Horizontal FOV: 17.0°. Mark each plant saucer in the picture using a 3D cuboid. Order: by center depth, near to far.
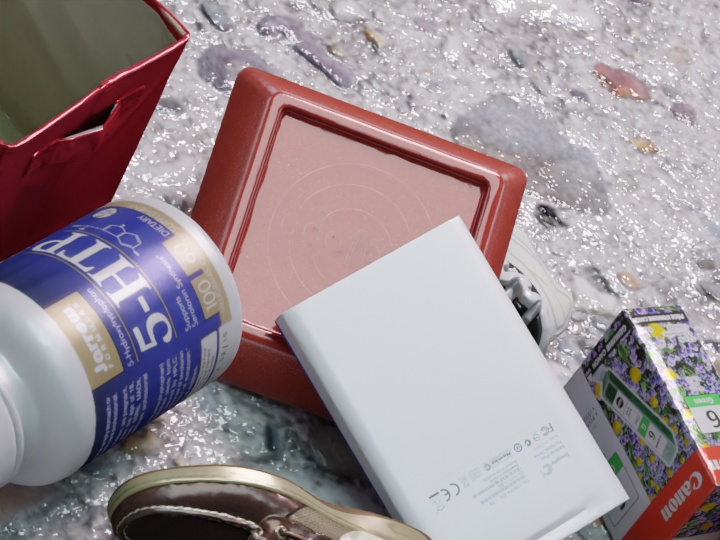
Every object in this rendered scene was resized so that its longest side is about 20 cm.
[{"bbox_3d":[-0.007,-0.011,1.489,0.199,0.037,0.200,20,71,-9],"label":"plant saucer"}]

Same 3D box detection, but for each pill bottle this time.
[{"bbox_3d":[-0.172,0.049,1.338,0.120,0.120,0.200,44,44,12],"label":"pill bottle"}]

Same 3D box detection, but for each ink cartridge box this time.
[{"bbox_3d":[0.196,0.132,1.489,0.050,0.109,0.200,-3,53,-32],"label":"ink cartridge box"}]

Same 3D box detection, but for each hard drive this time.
[{"bbox_3d":[0.055,0.084,1.447,0.132,0.025,0.200,-29,84,-20],"label":"hard drive"}]

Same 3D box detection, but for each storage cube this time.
[{"bbox_3d":[-0.238,-0.102,1.404,0.200,0.180,0.171,40,44,10],"label":"storage cube"}]

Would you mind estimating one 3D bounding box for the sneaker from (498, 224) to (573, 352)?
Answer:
[{"bbox_3d":[0.061,-0.023,1.590,0.200,0.075,0.081,50,35,10],"label":"sneaker"}]

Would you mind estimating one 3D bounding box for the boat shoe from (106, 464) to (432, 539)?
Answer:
[{"bbox_3d":[-0.046,0.167,1.352,0.200,0.072,0.072,20,43,-22],"label":"boat shoe"}]

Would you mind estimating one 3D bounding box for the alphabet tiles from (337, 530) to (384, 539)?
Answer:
[{"bbox_3d":[0.004,0.246,1.301,0.195,0.015,0.200,24,63,-9],"label":"alphabet tiles"}]
